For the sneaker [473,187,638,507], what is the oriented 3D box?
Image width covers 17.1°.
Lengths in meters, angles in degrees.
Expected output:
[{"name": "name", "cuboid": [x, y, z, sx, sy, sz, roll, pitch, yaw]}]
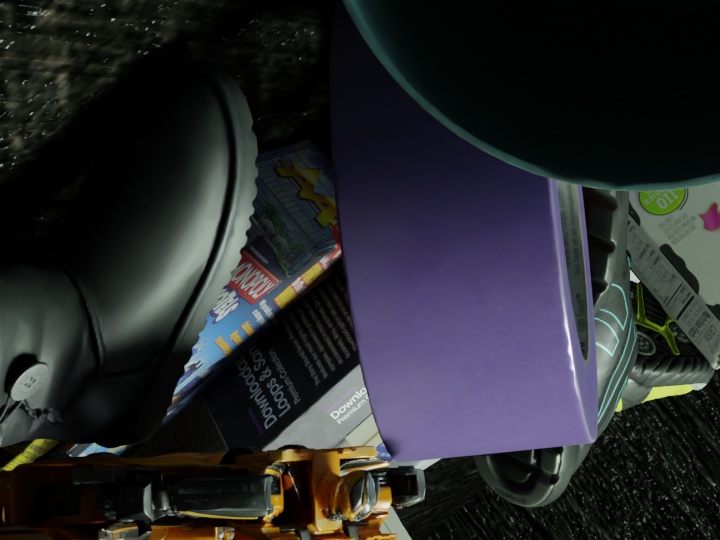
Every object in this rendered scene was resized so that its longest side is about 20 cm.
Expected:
[{"name": "sneaker", "cuboid": [0.103, 0.020, 1.206, 0.079, 0.075, 0.201, -27, 136, -47]}]

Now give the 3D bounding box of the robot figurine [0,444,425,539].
[{"name": "robot figurine", "cuboid": [-0.071, 0.101, 0.963, 0.199, 0.059, 0.145, -5, 175, 40]}]

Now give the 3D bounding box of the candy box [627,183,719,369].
[{"name": "candy box", "cuboid": [0.190, -0.066, 1.338, 0.136, 0.200, 0.061, -37, 169, -15]}]

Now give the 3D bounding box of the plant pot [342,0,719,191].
[{"name": "plant pot", "cuboid": [0.095, -0.138, 0.778, 0.200, 0.201, 0.161, -43, -178, 15]}]

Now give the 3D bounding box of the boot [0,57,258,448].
[{"name": "boot", "cuboid": [-0.138, 0.001, 0.868, 0.199, 0.066, 0.166, -3, 116, -47]}]

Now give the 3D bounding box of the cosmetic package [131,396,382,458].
[{"name": "cosmetic package", "cuboid": [-0.045, 0.062, 1.257, 0.073, 0.104, 0.200, 30, 118, -37]}]

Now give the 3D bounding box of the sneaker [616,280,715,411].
[{"name": "sneaker", "cuboid": [0.107, 0.054, 1.321, 0.199, 0.076, 0.077, 0, 135, -31]}]

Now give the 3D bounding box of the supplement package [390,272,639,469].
[{"name": "supplement package", "cuboid": [0.074, 0.013, 1.475, 0.200, 0.121, 0.120, -46, 168, 33]}]

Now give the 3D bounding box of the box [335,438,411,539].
[{"name": "box", "cuboid": [-0.064, 0.173, 1.135, 0.200, 0.095, 0.078, -35, -177, -41]}]

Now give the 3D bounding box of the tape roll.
[{"name": "tape roll", "cuboid": [0.046, -0.024, 0.989, 0.084, 0.201, 0.200, -5, 173, 9]}]

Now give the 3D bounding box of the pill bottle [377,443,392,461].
[{"name": "pill bottle", "cuboid": [0.007, 0.040, 1.373, 0.200, 0.116, 0.116, -45, 168, 21]}]

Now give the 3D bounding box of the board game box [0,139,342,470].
[{"name": "board game box", "cuboid": [-0.087, 0.012, 1.082, 0.200, 0.062, 0.200, -40, 169, -3]}]

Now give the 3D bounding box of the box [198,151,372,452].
[{"name": "box", "cuboid": [0.000, 0.000, 1.160, 0.200, 0.143, 0.036, -40, 128, 6]}]
